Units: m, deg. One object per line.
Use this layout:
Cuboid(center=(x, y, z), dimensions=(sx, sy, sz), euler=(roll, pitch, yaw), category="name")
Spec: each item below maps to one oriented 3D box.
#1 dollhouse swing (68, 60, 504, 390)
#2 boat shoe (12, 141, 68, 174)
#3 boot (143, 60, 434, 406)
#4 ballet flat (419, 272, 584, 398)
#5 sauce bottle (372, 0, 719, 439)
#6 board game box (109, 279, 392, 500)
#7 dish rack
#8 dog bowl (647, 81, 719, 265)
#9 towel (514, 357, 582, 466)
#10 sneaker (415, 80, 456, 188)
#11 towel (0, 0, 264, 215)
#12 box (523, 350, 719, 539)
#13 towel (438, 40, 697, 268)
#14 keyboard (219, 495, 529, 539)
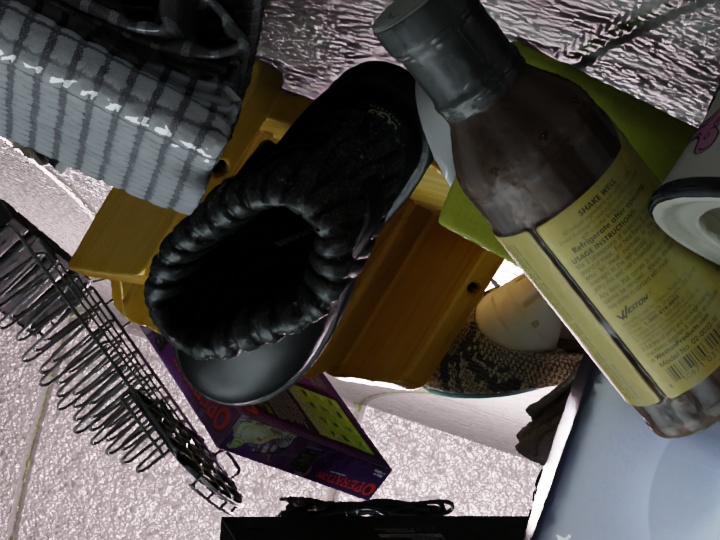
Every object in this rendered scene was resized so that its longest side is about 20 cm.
Cuboid(center=(0.000, 0.000, 1.276), dimensions=(0.199, 0.182, 0.176), euler=(24, -169, -39), category="dollhouse swing")
Cuboid(center=(-0.159, -0.088, 1.344), dimensions=(0.199, 0.070, 0.071), euler=(19, 173, -8), category="boat shoe")
Cuboid(center=(-0.049, 0.009, 1.124), dimensions=(0.079, 0.212, 0.158), euler=(32, -146, 2), category="boot")
Cuboid(center=(0.126, 0.028, 1.385), dimensions=(0.199, 0.068, 0.076), euler=(0, 136, -11), category="ballet flat")
Cuboid(center=(0.081, -0.028, 0.954), dimensions=(0.200, 0.065, 0.065), euler=(52, 162, -17), category="sauce bottle")
Cuboid(center=(-0.071, 0.047, 1.421), dimensions=(0.120, 0.032, 0.200), euler=(29, -164, -42), category="board game box")
Cuboid(center=(-0.140, 0.055, 1.339), dimensions=(0.200, 0.054, 0.153), euler=(51, -179, 19), category="dish rack")
Cuboid(center=(0.207, -0.025, 0.878), dimensions=(0.199, 0.074, 0.200), euler=(18, 174, 2), category="dog bowl")
Cuboid(center=(0.190, 0.061, 1.360), dimensions=(0.200, 0.035, 0.132), euler=(-35, 141, 31), category="towel")
Cuboid(center=(0.118, -0.041, 1.081), dimensions=(0.114, 0.073, 0.200), euler=(-30, 123, 29), category="sneaker")
Cuboid(center=(-0.126, -0.103, 1.101), dimensions=(0.165, 0.086, 0.200), euler=(24, 170, -3), category="towel")
Cuboid(center=(0.197, 0.099, 1.251), dimensions=(0.199, 0.199, 0.123), euler=(17, -147, 4), category="box")
Cuboid(center=(0.134, -0.014, 1.010), dimensions=(0.199, 0.086, 0.018), euler=(27, -163, 13), category="towel")
Cuboid(center=(0.021, 0.146, 1.361), dimensions=(0.199, 0.021, 0.127), euler=(2, -170, -13), category="keyboard")
